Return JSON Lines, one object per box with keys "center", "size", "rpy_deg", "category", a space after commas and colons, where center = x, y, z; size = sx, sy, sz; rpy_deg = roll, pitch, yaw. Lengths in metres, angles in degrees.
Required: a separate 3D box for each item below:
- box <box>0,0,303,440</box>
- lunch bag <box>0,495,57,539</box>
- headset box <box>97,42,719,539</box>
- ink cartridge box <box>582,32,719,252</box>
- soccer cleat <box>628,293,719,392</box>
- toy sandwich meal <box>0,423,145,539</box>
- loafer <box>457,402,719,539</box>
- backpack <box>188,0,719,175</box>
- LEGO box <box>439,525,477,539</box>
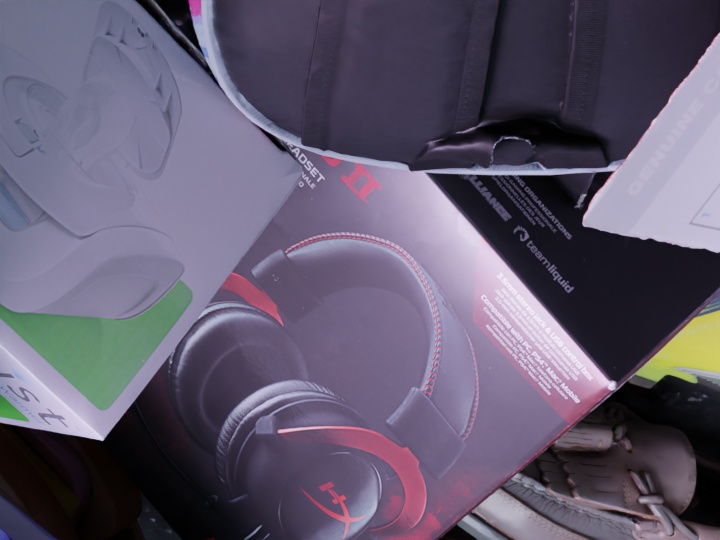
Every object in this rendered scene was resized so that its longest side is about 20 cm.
{"center": [-0.143, -0.059, 0.767], "size": [0.200, 0.097, 0.176], "rpy_deg": [46, 159, -26], "category": "box"}
{"center": [-0.117, 0.127, 0.880], "size": [0.200, 0.076, 0.160], "rpy_deg": [38, 147, -12], "category": "lunch bag"}
{"center": [0.000, 0.000, 0.858], "size": [0.149, 0.075, 0.200], "rpy_deg": [49, 135, 3], "category": "headset box"}
{"center": [0.144, -0.071, 0.694], "size": [0.200, 0.057, 0.163], "rpy_deg": [13, 120, -45], "category": "ink cartridge box"}
{"center": [0.121, 0.004, 0.918], "size": [0.200, 0.065, 0.084], "rpy_deg": [28, 108, -16], "category": "soccer cleat"}
{"center": [-0.149, 0.116, 1.009], "size": [0.204, 0.070, 0.206], "rpy_deg": [6, 103, 29], "category": "toy sandwich meal"}
{"center": [0.103, 0.075, 0.998], "size": [0.200, 0.072, 0.063], "rpy_deg": [27, 121, -31], "category": "loafer"}
{"center": [0.040, -0.113, 0.698], "size": [0.177, 0.151, 0.200], "rpy_deg": [0, 143, 0], "category": "backpack"}
{"center": [0.032, 0.154, 1.031], "size": [0.199, 0.149, 0.077], "rpy_deg": [20, 140, -15], "category": "LEGO box"}
